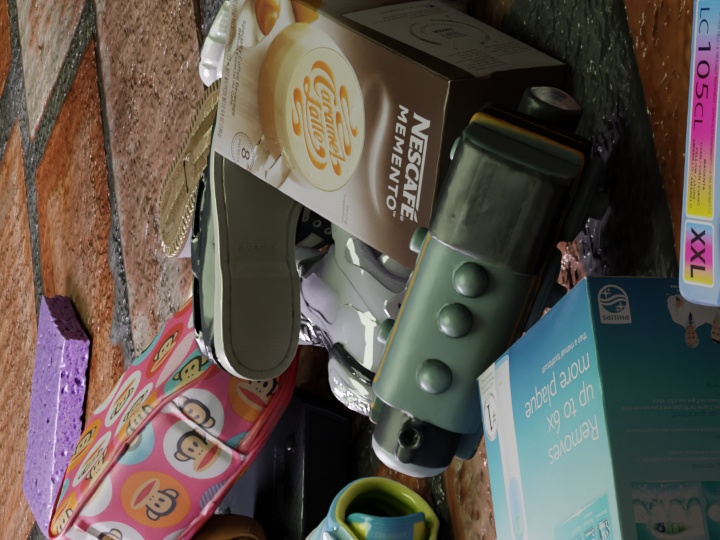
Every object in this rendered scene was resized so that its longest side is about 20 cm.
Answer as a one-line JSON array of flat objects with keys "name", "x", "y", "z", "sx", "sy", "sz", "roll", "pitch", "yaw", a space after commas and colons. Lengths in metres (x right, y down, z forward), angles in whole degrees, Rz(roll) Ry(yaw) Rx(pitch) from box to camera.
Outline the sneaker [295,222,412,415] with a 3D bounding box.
[{"name": "sneaker", "x": 0.000, "y": 0.000, "z": 1.659, "sx": 0.200, "sy": 0.075, "sz": 0.115, "roll": -132, "pitch": 48, "yaw": -59}]

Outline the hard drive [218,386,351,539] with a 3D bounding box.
[{"name": "hard drive", "x": -0.051, "y": 0.140, "z": 1.853, "sx": 0.200, "sy": 0.042, "sz": 0.135, "roll": -173, "pitch": 85, "yaw": -72}]

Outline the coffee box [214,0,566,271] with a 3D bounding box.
[{"name": "coffee box", "x": 0.011, "y": -0.088, "z": 1.513, "sx": 0.200, "sy": 0.080, "sz": 0.115, "roll": 31, "pitch": 122, "yaw": 46}]

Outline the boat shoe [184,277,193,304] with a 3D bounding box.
[{"name": "boat shoe", "x": -0.088, "y": -0.039, "z": 1.899, "sx": 0.074, "sy": 0.066, "sz": 0.201, "roll": -53, "pitch": -26, "yaw": -65}]

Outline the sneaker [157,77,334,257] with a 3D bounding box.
[{"name": "sneaker", "x": -0.053, "y": -0.066, "z": 1.762, "sx": 0.200, "sy": 0.108, "sz": 0.070, "roll": 129, "pitch": 137, "yaw": -60}]

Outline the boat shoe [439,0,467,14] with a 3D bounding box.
[{"name": "boat shoe", "x": 0.010, "y": -0.109, "z": 1.645, "sx": 0.200, "sy": 0.072, "sz": 0.068, "roll": 153, "pitch": 118, "yaw": -62}]

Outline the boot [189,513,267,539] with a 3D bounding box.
[{"name": "boot", "x": -0.119, "y": 0.246, "z": 1.779, "sx": 0.200, "sy": 0.077, "sz": 0.155, "roll": -53, "pitch": 9, "yaw": -5}]

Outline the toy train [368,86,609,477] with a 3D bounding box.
[{"name": "toy train", "x": 0.057, "y": 0.007, "z": 1.375, "sx": 0.114, "sy": 0.085, "sz": 0.200, "roll": -44, "pitch": -24, "yaw": -70}]

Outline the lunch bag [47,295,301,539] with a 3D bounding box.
[{"name": "lunch bag", "x": -0.118, "y": 0.090, "z": 1.816, "sx": 0.200, "sy": 0.082, "sz": 0.176, "roll": -48, "pitch": 18, "yaw": 27}]

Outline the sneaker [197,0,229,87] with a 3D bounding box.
[{"name": "sneaker", "x": -0.034, "y": -0.193, "z": 1.801, "sx": 0.080, "sy": 0.074, "sz": 0.200, "roll": 32, "pitch": 118, "yaw": 23}]

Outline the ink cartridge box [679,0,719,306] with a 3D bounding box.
[{"name": "ink cartridge box", "x": 0.196, "y": -0.045, "z": 1.055, "sx": 0.200, "sy": 0.076, "sz": 0.137, "roll": -168, "pitch": 79, "yaw": -70}]

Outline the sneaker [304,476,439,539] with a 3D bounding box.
[{"name": "sneaker", "x": 0.007, "y": 0.211, "z": 1.614, "sx": 0.131, "sy": 0.079, "sz": 0.200, "roll": 113, "pitch": 151, "yaw": -52}]

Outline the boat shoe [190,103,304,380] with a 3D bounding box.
[{"name": "boat shoe", "x": -0.067, "y": -0.036, "z": 1.638, "sx": 0.066, "sy": 0.074, "sz": 0.200, "roll": -2, "pitch": 88, "yaw": 60}]

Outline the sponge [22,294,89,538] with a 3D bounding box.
[{"name": "sponge", "x": -0.281, "y": 0.134, "z": 2.578, "sx": 0.112, "sy": 0.030, "sz": 0.201, "roll": -131, "pitch": 46, "yaw": -64}]

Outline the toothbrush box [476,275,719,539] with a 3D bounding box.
[{"name": "toothbrush box", "x": 0.124, "y": 0.119, "z": 1.251, "sx": 0.146, "sy": 0.085, "sz": 0.201, "roll": 132, "pitch": 135, "yaw": -63}]
